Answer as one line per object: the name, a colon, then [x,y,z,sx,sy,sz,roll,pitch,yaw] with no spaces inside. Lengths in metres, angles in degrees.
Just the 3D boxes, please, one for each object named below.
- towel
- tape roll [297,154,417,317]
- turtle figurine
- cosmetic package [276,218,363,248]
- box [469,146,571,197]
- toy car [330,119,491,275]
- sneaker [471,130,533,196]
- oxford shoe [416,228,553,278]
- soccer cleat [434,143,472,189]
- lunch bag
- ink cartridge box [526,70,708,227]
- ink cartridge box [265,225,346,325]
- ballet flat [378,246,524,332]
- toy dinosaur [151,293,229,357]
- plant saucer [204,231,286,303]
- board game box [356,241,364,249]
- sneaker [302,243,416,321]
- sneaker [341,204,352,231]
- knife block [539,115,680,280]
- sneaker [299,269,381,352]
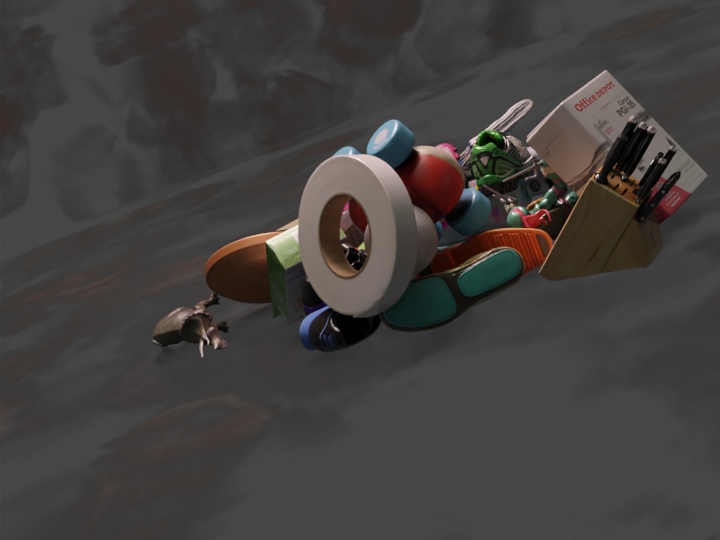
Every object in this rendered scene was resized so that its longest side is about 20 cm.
towel: [0.192,-0.197,1.948,0.147,0.024,0.200,-39,-4,-25]
tape roll: [-0.007,-0.043,1.505,0.037,0.204,0.202,-5,2,-39]
turtle figurine: [0.253,-0.091,1.640,0.199,0.101,0.150,-10,-14,-32]
cosmetic package: [-0.030,-0.062,1.977,0.200,0.106,0.071,-33,17,-36]
box: [0.281,-0.164,2.000,0.199,0.060,0.117,-11,17,33]
toy car: [0.044,-0.052,1.566,0.176,0.184,0.201,-24,37,43]
sneaker: [0.209,-0.172,1.781,0.078,0.086,0.200,-8,15,16]
oxford shoe: [0.172,-0.024,1.629,0.199,0.072,0.073,-13,12,31]
soccer cleat: [0.113,-0.145,1.817,0.086,0.070,0.200,-9,18,-4]
lunch bag: [0.188,-0.096,1.853,0.159,0.078,0.200,-16,15,12]
ink cartridge box: [0.333,-0.146,1.565,0.146,0.200,0.083,-37,-8,-46]
ink cartridge box: [-0.076,0.013,1.755,0.103,0.200,0.059,-28,60,-19]
ballet flat: [0.117,0.029,1.541,0.199,0.071,0.071,-24,15,-6]
toy dinosaur: [-0.270,0.083,1.838,0.199,0.078,0.102,-3,9,39]
plant saucer: [-0.136,0.002,1.829,0.199,0.033,0.201,-9,-26,-4]
board game box: [0.031,-0.061,1.857,0.158,0.039,0.200,-42,5,44]
sneaker: [0.000,0.000,1.687,0.200,0.100,0.069,-32,36,-28]
sneaker: [0.026,-0.112,1.929,0.200,0.089,0.081,-42,19,-33]
knife block: [0.296,-0.088,1.475,0.199,0.177,0.064,-10,17,36]
sneaker: [0.010,0.048,1.608,0.078,0.070,0.200,0,32,47]
